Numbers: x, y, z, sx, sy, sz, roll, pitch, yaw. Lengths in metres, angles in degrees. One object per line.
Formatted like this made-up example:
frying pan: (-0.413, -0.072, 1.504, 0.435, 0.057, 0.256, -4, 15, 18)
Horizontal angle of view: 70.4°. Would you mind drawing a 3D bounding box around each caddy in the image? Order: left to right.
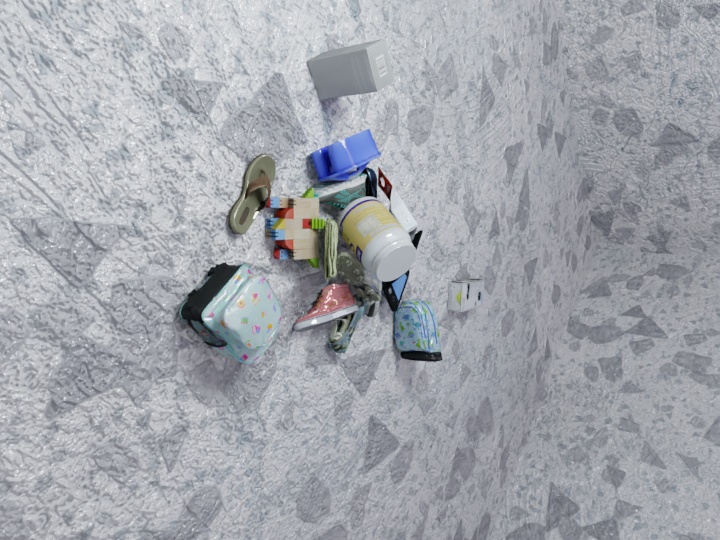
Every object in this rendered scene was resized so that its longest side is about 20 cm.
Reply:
caddy: (-0.034, -0.292, 1.342, 0.200, 0.141, 0.106, -36, 110, -42)

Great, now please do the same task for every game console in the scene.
game console: (0.148, 0.003, 1.610, 0.177, 0.116, 0.201, 66, 33, -34)

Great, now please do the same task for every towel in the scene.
towel: (-0.078, -0.059, 1.325, 0.036, 0.200, 0.150, 1, 98, -6)

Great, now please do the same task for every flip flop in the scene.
flip flop: (-0.241, -0.175, 1.178, 0.081, 0.057, 0.201, 41, 64, -46)

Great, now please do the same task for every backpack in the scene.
backpack: (-0.263, 0.102, 1.125, 0.176, 0.152, 0.201, -59, 142, -34)
backpack: (0.188, 0.195, 1.701, 0.153, 0.163, 0.202, 17, 75, -36)

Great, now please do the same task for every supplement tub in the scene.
supplement tub: (0.043, -0.083, 1.345, 0.145, 0.200, 0.146, -23, 143, -18)

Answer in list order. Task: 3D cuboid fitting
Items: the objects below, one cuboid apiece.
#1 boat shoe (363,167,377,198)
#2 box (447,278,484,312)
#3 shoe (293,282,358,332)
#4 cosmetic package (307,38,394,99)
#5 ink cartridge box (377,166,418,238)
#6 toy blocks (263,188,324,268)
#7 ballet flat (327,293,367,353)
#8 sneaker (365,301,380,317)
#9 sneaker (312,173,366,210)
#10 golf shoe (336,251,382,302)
boat shoe: (0.009, -0.198, 1.477, 0.069, 0.084, 0.202, 10, 74, -70)
box: (0.427, 0.097, 2.053, 0.199, 0.060, 0.118, -4, 98, -51)
shoe: (-0.104, 0.098, 1.391, 0.199, 0.071, 0.092, -17, 80, -32)
cosmetic package: (-0.026, -0.502, 1.284, 0.090, 0.199, 0.107, -44, 130, -36)
ink cartridge box: (0.087, -0.177, 1.443, 0.047, 0.201, 0.160, -32, 171, -4)
toy blocks: (-0.172, -0.103, 1.262, 0.136, 0.100, 0.202, -5, 99, -39)
ballet flat: (-0.038, 0.138, 1.471, 0.074, 0.074, 0.201, 38, 67, -47)
sneaker: (0.023, 0.049, 1.548, 0.074, 0.079, 0.201, -101, -167, -66)
sneaker: (-0.056, -0.198, 1.378, 0.199, 0.077, 0.092, -24, 117, -32)
golf shoe: (0.000, 0.000, 1.424, 0.200, 0.078, 0.098, 55, 43, -41)
